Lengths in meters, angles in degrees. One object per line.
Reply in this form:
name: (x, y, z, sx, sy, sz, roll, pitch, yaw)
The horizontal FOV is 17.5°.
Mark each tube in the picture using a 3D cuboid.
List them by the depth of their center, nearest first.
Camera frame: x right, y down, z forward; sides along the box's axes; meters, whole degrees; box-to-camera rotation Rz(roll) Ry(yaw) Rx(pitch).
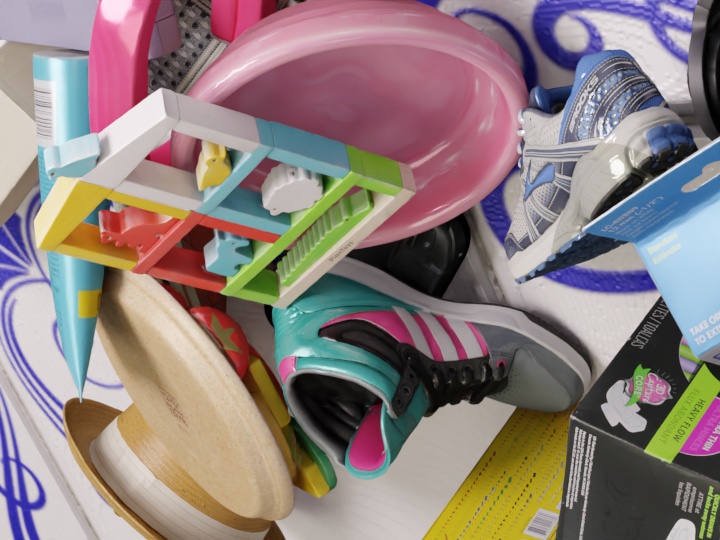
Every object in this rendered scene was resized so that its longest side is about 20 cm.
tube: (-0.169, -0.029, 1.386, 0.050, 0.077, 0.202, 1, 101, -5)

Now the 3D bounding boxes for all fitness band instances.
fitness band: (-0.097, -0.127, 1.268, 0.037, 0.144, 0.201, 27, 144, 18)

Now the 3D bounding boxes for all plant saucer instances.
plant saucer: (-0.007, -0.085, 1.285, 0.199, 0.051, 0.201, -6, 147, -4)

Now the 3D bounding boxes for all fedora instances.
fedora: (-0.107, 0.130, 1.585, 0.200, 0.201, 0.082, 40, 103, 1)

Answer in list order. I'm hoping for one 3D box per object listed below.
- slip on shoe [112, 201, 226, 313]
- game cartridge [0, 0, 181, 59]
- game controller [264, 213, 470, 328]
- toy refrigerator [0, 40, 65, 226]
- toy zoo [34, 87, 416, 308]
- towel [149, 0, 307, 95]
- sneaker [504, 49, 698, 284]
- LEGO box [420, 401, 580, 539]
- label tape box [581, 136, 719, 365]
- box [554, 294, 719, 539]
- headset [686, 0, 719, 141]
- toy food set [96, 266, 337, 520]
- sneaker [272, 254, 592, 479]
slip on shoe: (-0.108, -0.002, 1.507, 0.074, 0.061, 0.201, 40, 158, 32)
game cartridge: (-0.186, -0.193, 1.360, 0.199, 0.038, 0.131, 12, 125, 49)
game controller: (0.000, 0.000, 1.446, 0.104, 0.042, 0.200, 48, 143, 15)
toy refrigerator: (-0.241, -0.084, 1.529, 0.070, 0.076, 0.200, 43, 142, -2)
toy zoo: (-0.085, -0.038, 1.266, 0.199, 0.021, 0.131, 14, 140, -35)
towel: (-0.107, -0.168, 1.372, 0.193, 0.035, 0.200, 45, 141, -4)
sneaker: (0.121, -0.059, 1.264, 0.086, 0.077, 0.200, 66, 157, 14)
LEGO box: (0.096, 0.194, 1.410, 0.077, 0.200, 0.150, 16, 134, 27)
label tape box: (0.226, -0.006, 1.115, 0.199, 0.067, 0.143, 15, 143, -41)
box: (0.227, 0.116, 1.269, 0.199, 0.149, 0.125, 24, 137, 21)
headset: (0.221, -0.087, 1.166, 0.123, 0.094, 0.201, 26, 124, 17)
toy food set: (-0.098, 0.071, 1.436, 0.200, 0.049, 0.199, 17, 138, 60)
sneaker: (0.037, 0.071, 1.370, 0.198, 0.121, 0.084, 18, 141, -6)
